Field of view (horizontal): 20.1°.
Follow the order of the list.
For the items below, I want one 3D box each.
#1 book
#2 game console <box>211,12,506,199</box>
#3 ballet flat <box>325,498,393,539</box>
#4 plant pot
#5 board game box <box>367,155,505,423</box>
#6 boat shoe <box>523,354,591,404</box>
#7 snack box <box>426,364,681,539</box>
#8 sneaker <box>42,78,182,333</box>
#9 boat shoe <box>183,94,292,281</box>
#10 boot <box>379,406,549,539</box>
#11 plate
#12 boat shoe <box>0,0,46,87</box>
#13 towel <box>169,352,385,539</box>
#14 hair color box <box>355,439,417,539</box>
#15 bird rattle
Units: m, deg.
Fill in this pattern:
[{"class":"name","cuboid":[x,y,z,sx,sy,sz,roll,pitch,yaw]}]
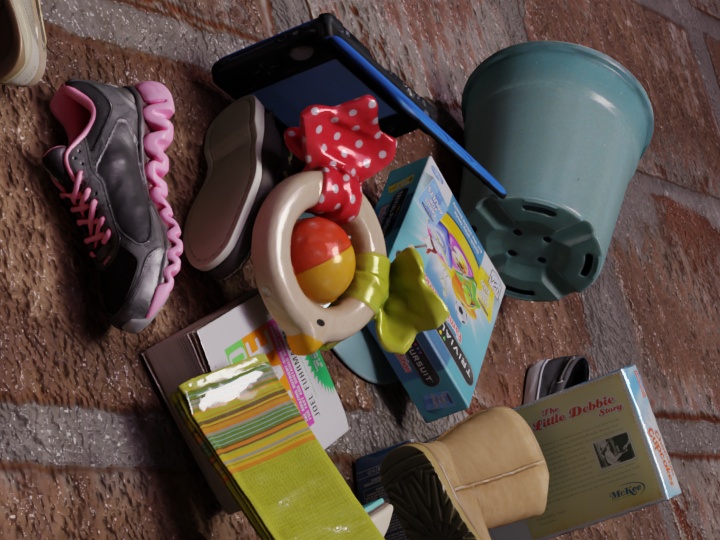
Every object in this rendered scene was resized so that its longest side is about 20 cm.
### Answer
[{"class":"book","cuboid":[-0.078,0.090,1.526,0.134,0.048,0.200,67,22,-4]},{"class":"game console","cuboid":[0.000,-0.113,1.669,0.200,0.170,0.119,36,39,-55]},{"class":"ballet flat","cuboid":[-0.048,0.217,1.402,0.199,0.069,0.070,-17,85,-38]},{"class":"plant pot","cuboid":[0.182,-0.089,2.022,0.200,0.199,0.197,50,38,-33]},{"class":"board game box","cuboid":[0.060,0.013,1.791,0.151,0.047,0.200,58,27,-21]},{"class":"boat shoe","cuboid":[0.198,0.156,1.984,0.070,0.066,0.201,54,28,-27]},{"class":"snack box","cuboid":[0.164,0.168,1.750,0.037,0.199,0.117,-8,77,-62]},{"class":"sneaker","cuboid":[-0.180,-0.050,1.420,0.095,0.079,0.201,14,54,-33]},{"class":"boat shoe","cuboid":[-0.088,-0.057,1.582,0.061,0.071,0.202,47,29,-29]},{"class":"boot","cuboid":[0.105,0.200,1.626,0.200,0.066,0.176,-6,75,-63]},{"class":"plate","cuboid":[0.000,0.000,1.767,0.200,0.025,0.201,43,35,-41]},{"class":"boat shoe","cuboid":[-0.259,-0.221,1.386,0.065,0.072,0.201,2,71,-72]},{"class":"towel","cuboid":[-0.045,0.149,1.391,0.086,0.018,0.201,-23,72,-39]},{"class":"hair color box","cuboid":[0.051,0.248,1.629,0.100,0.060,0.201,37,40,-47]},{"class":"bird rattle","cuboid":[-0.017,-0.023,1.542,0.163,0.112,0.201,-35,118,-46]}]
